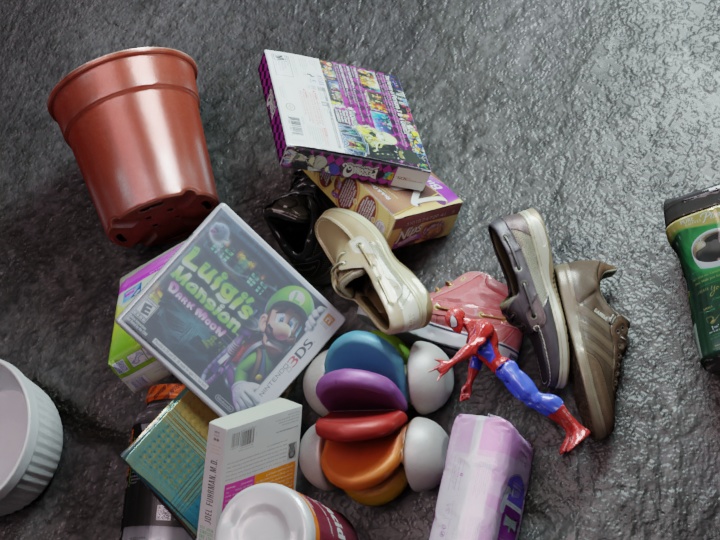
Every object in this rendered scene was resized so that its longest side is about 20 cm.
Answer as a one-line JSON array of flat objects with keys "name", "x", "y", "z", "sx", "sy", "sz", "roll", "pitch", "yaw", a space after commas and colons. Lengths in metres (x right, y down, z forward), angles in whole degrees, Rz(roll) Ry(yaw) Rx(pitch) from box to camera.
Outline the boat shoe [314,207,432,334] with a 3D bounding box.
[{"name": "boat shoe", "x": 0.000, "y": 0.000, "z": 1.666, "sx": 0.065, "sy": 0.072, "sz": 0.200, "roll": -17, "pitch": 49, "yaw": -32}]

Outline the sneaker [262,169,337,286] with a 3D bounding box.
[{"name": "sneaker", "x": -0.064, "y": -0.093, "z": 1.789, "sx": 0.076, "sy": 0.114, "sz": 0.200, "roll": -6, "pitch": 64, "yaw": 21}]

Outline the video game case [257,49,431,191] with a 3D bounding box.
[{"name": "video game case", "x": -0.022, "y": -0.180, "z": 1.745, "sx": 0.200, "sy": 0.180, "sz": 0.036, "roll": -106, "pitch": 32, "yaw": -47}]

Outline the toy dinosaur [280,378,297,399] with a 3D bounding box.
[{"name": "toy dinosaur", "x": -0.102, "y": 0.052, "z": 1.750, "sx": 0.058, "sy": 0.101, "sz": 0.201, "roll": -20, "pitch": 84, "yaw": -4}]

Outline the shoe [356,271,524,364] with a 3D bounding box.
[{"name": "shoe", "x": 0.099, "y": 0.044, "z": 1.696, "sx": 0.199, "sy": 0.071, "sz": 0.091, "roll": 16, "pitch": 76, "yaw": 22}]

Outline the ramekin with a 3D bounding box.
[{"name": "ramekin", "x": -0.471, "y": 0.217, "z": 1.854, "sx": 0.199, "sy": 0.105, "sz": 0.201, "roll": -8, "pitch": 67, "yaw": 21}]

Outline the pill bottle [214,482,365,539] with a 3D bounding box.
[{"name": "pill bottle", "x": -0.066, "y": 0.304, "z": 1.592, "sx": 0.114, "sy": 0.200, "sz": 0.115, "roll": -8, "pitch": 69, "yaw": 20}]

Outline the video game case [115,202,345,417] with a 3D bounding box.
[{"name": "video game case", "x": -0.146, "y": 0.056, "z": 1.672, "sx": 0.200, "sy": 0.023, "sz": 0.182, "roll": 43, "pitch": 80, "yaw": -12}]

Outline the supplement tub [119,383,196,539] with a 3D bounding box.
[{"name": "supplement tub", "x": -0.213, "y": 0.241, "z": 1.724, "sx": 0.122, "sy": 0.123, "sz": 0.201, "roll": -3, "pitch": 70, "yaw": 22}]

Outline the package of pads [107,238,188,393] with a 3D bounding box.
[{"name": "package of pads", "x": -0.221, "y": 0.045, "z": 1.784, "sx": 0.154, "sy": 0.068, "sz": 0.200, "roll": -28, "pitch": 30, "yaw": 13}]

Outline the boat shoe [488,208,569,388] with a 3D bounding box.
[{"name": "boat shoe", "x": 0.184, "y": 0.035, "z": 1.619, "sx": 0.064, "sy": 0.072, "sz": 0.201, "roll": -10, "pitch": 89, "yaw": -8}]

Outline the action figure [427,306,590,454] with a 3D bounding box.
[{"name": "action figure", "x": 0.146, "y": 0.131, "z": 1.596, "sx": 0.099, "sy": 0.065, "sz": 0.200, "roll": -39, "pitch": 84, "yaw": -12}]

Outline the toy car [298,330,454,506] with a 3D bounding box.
[{"name": "toy car", "x": 0.006, "y": 0.156, "z": 1.645, "sx": 0.174, "sy": 0.150, "sz": 0.201, "roll": -5, "pitch": 69, "yaw": 22}]

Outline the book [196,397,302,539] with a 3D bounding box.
[{"name": "book", "x": -0.126, "y": 0.253, "z": 1.630, "sx": 0.048, "sy": 0.133, "sz": 0.201, "roll": 17, "pitch": 106, "yaw": 32}]

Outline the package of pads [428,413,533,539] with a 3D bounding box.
[{"name": "package of pads", "x": 0.127, "y": 0.261, "z": 1.571, "sx": 0.075, "sy": 0.120, "sz": 0.201, "roll": 6, "pitch": 73, "yaw": 25}]

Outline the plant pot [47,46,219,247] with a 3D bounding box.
[{"name": "plant pot", "x": -0.276, "y": -0.147, "z": 1.866, "sx": 0.200, "sy": 0.201, "sz": 0.196, "roll": -24, "pitch": 72, "yaw": 14}]

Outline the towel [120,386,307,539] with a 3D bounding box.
[{"name": "towel", "x": -0.165, "y": 0.199, "z": 1.681, "sx": 0.200, "sy": 0.147, "sz": 0.022, "roll": -48, "pitch": 13, "yaw": -35}]

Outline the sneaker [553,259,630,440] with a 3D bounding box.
[{"name": "sneaker", "x": 0.265, "y": 0.083, "z": 1.608, "sx": 0.075, "sy": 0.070, "sz": 0.201, "roll": -9, "pitch": 76, "yaw": -3}]

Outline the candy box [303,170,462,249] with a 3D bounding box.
[{"name": "candy box", "x": 0.013, "y": -0.113, "z": 1.756, "sx": 0.200, "sy": 0.116, "sz": 0.057, "roll": 46, "pitch": 130, "yaw": 30}]

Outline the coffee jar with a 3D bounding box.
[{"name": "coffee jar", "x": 0.393, "y": 0.003, "z": 1.572, "sx": 0.104, "sy": 0.085, "sz": 0.201, "roll": -18, "pitch": 66, "yaw": 19}]
